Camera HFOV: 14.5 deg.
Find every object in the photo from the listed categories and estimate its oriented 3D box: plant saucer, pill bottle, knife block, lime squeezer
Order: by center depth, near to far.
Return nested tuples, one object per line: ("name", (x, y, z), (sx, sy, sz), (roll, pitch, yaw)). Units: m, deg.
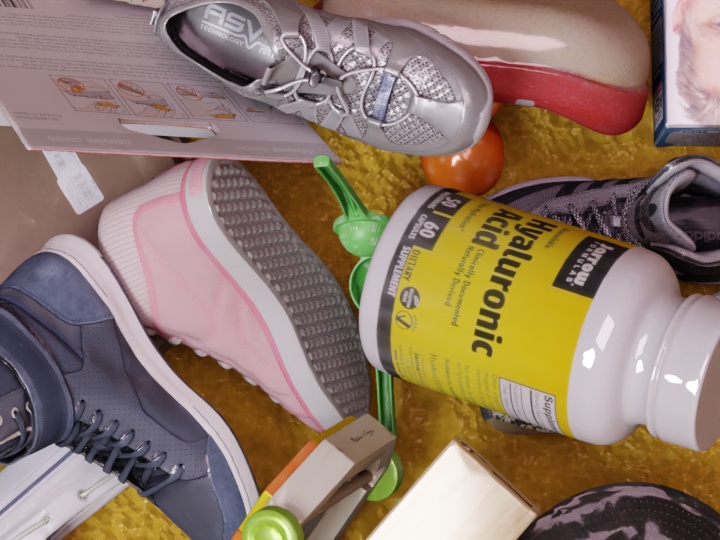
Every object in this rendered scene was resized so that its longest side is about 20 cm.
("pill bottle", (0.109, 0.031, 1.555), (0.199, 0.111, 0.112), (18, 80, 23))
("knife block", (-0.002, 0.202, 1.559), (0.064, 0.200, 0.176), (41, 52, 4))
("lime squeezer", (0.000, 0.000, 1.610), (0.037, 0.201, 0.071), (9, 40, 27))
("plant saucer", (-0.184, -0.024, 1.657), (0.198, 0.029, 0.202), (0, 80, -1))

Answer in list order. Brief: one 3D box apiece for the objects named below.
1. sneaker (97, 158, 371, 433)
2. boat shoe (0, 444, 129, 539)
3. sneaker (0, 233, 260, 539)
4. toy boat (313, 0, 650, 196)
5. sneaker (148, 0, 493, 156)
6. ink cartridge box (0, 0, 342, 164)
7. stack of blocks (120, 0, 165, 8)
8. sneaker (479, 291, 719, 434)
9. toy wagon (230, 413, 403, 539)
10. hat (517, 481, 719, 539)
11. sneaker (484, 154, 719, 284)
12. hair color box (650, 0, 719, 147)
("sneaker", (-0.076, 0.022, 1.617), (0.104, 0.201, 0.076), (-16, 36, 28))
("boat shoe", (-0.197, 0.153, 1.605), (0.067, 0.074, 0.200), (44, 81, 3))
("sneaker", (-0.154, 0.097, 1.541), (0.203, 0.077, 0.146), (53, 44, -2))
("toy boat", (0.067, -0.105, 1.645), (0.198, 0.131, 0.132), (6, 111, 0))
("sneaker", (-0.025, -0.105, 1.543), (0.199, 0.082, 0.075), (18, 111, 16))
("ink cartridge box", (-0.135, -0.096, 1.568), (0.199, 0.045, 0.176), (2, 36, -34))
("stack of blocks", (-0.071, -0.236, 1.583), (0.115, 0.200, 0.059), (7, 44, -35))
("sneaker", (0.166, 0.058, 1.615), (0.199, 0.089, 0.077), (-12, 108, -3))
("toy wagon", (-0.051, 0.169, 1.566), (0.040, 0.155, 0.201), (39, 112, 12))
("hat", (0.143, 0.224, 1.605), (0.199, 0.081, 0.202), (2, 77, -10))
("sneaker", (0.147, -0.027, 1.624), (0.198, 0.114, 0.076), (-4, 81, -3))
("hair color box", (0.223, -0.177, 1.678), (0.099, 0.061, 0.202), (-1, 82, -2))
